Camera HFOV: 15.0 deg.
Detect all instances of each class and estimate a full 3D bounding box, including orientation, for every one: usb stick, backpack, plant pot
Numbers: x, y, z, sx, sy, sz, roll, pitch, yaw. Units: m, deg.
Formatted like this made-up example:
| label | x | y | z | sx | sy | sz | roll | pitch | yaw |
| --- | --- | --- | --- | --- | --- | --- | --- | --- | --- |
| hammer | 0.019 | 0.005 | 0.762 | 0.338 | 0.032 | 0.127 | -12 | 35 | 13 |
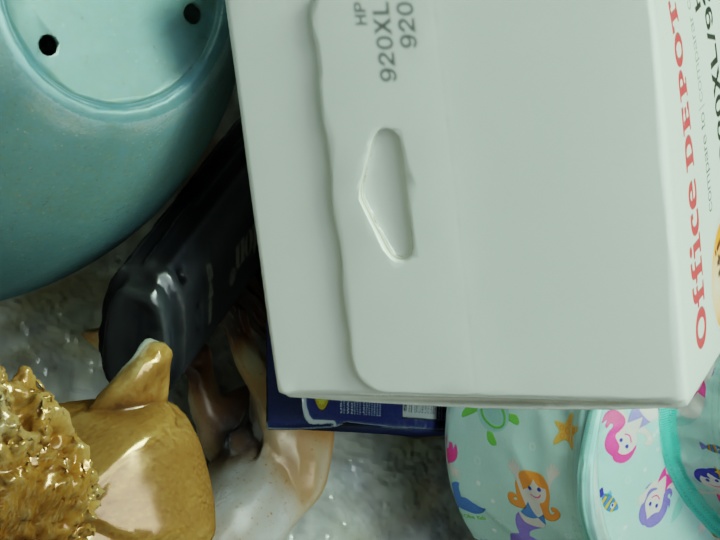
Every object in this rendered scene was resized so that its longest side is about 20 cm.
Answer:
| label | x | y | z | sx | sy | sz | roll | pitch | yaw |
| --- | --- | --- | --- | --- | --- | --- | --- | --- | --- |
| usb stick | -0.046 | -0.022 | 0.998 | 0.200 | 0.032 | 0.056 | -56 | 160 | -56 |
| backpack | 0.125 | 0.041 | 1.102 | 0.201 | 0.150 | 0.178 | -61 | 142 | -18 |
| plant pot | -0.115 | -0.090 | 0.919 | 0.199 | 0.134 | 0.202 | 2 | 86 | -35 |

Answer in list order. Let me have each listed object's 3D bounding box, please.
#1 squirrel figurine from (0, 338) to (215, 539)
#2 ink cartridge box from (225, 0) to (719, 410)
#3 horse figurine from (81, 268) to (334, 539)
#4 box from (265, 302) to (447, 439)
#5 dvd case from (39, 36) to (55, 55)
| label | x | y | z | sx | sy | sz | roll | pitch | yaw |
| --- | --- | --- | --- | --- | --- | --- | --- | --- | --- |
| squirrel figurine | -0.132 | 0.089 | 0.862 | 0.185 | 0.200 | 0.143 | -10 | 86 | -13 |
| ink cartridge box | 0.062 | -0.057 | 0.932 | 0.200 | 0.144 | 0.148 | -45 | 131 | -60 |
| horse figurine | -0.062 | 0.080 | 1.023 | 0.132 | 0.050 | 0.201 | 37 | 66 | -28 |
| box | 0.000 | 0.000 | 1.023 | 0.200 | 0.032 | 0.122 | 14 | 74 | -71 |
| dvd case | -0.111 | -0.141 | 1.022 | 0.146 | 0.022 | 0.200 | 47 | 60 | -24 |
